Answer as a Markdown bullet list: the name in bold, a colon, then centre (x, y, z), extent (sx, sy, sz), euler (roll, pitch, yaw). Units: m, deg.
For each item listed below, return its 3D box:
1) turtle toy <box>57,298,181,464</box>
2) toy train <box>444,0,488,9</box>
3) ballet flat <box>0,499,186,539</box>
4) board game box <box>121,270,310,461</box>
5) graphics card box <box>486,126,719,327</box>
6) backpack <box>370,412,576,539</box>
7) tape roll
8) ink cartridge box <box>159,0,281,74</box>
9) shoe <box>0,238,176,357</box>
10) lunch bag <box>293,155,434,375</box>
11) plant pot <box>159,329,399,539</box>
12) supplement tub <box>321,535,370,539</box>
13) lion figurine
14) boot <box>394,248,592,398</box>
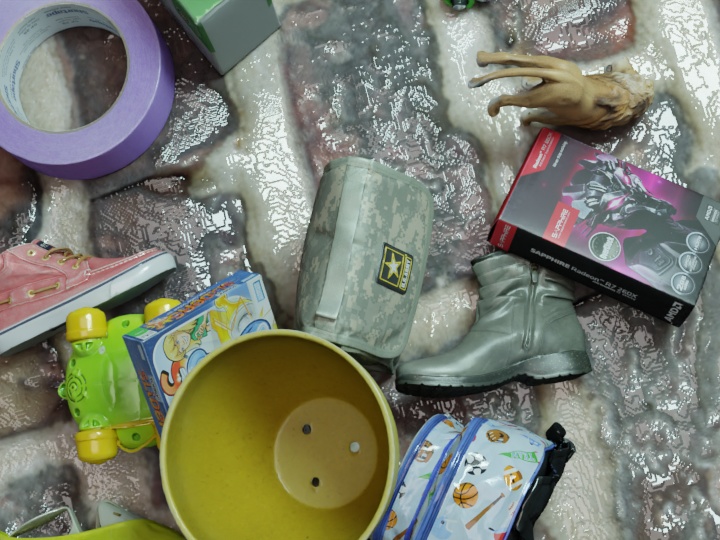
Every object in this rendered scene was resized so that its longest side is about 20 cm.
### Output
- **turtle toy**: centre (-0.188, 0.103, 1.110), extent (0.199, 0.101, 0.146), euler (-7, 81, 2)
- **toy train**: centre (0.108, -0.362, 1.197), extent (0.056, 0.042, 0.201), euler (-2, 80, -7)
- **ballet flat**: centre (-0.260, 0.255, 1.112), extent (0.199, 0.067, 0.067), euler (-12, 67, 3)
- **board game box**: centre (-0.121, 0.119, 1.056), extent (0.135, 0.034, 0.201), euler (-32, 116, -34)
- **graphics card box**: centre (0.236, -0.043, 1.110), extent (0.200, 0.051, 0.126), euler (26, 60, 7)
- **backpack**: centre (0.099, 0.210, 1.027), extent (0.154, 0.191, 0.201), euler (18, 83, 7)
- **tape roll**: centre (-0.293, -0.196, 1.185), extent (0.199, 0.066, 0.201), euler (-1, 81, 5)
- **ink cartridge box**: centre (-0.178, -0.313, 1.154), extent (0.087, 0.145, 0.200), euler (-41, 80, -4)
- **shoe**: centre (-0.286, 0.003, 1.148), extent (0.200, 0.071, 0.091), euler (-25, 85, 4)
- **lunch bag**: centre (0.000, 0.000, 1.064), extent (0.117, 0.200, 0.165), euler (11, 81, 6)
- **plant pot**: centre (-0.050, 0.157, 0.994), extent (0.199, 0.142, 0.201), euler (-3, 81, 16)
- **supplement tub**: centre (-0.010, 0.344, 1.036), extent (0.144, 0.145, 0.200), euler (-33, 80, -2)
- **lion figurine**: centre (0.193, -0.168, 1.097), extent (0.122, 0.200, 0.073), euler (6, 99, 31)
- **boot**: centre (0.119, 0.048, 1.113), extent (0.199, 0.068, 0.131), euler (-6, 76, -13)
